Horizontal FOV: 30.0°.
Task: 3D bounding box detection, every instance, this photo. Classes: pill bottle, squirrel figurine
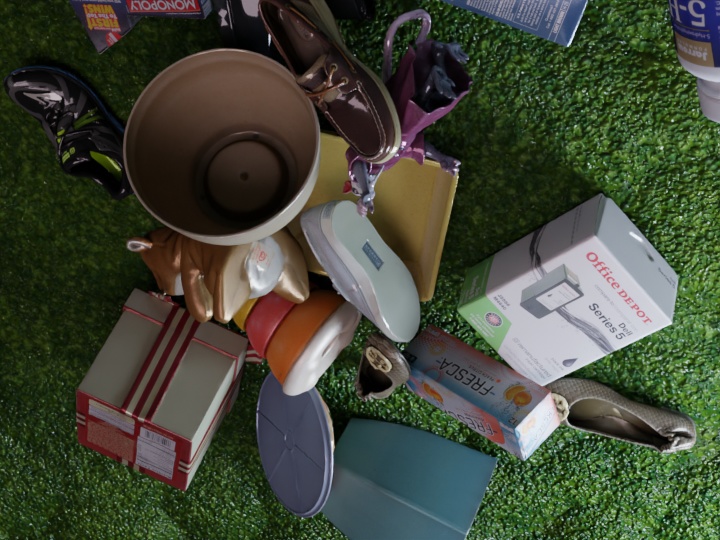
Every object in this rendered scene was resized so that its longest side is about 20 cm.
[{"bbox_3d":[0.347,-0.243,1.244,0.120,0.120,0.200,-4,125,22],"label":"pill bottle"},{"bbox_3d":[-0.179,-0.044,1.554,0.186,0.141,0.200,10,114,41],"label":"squirrel figurine"}]

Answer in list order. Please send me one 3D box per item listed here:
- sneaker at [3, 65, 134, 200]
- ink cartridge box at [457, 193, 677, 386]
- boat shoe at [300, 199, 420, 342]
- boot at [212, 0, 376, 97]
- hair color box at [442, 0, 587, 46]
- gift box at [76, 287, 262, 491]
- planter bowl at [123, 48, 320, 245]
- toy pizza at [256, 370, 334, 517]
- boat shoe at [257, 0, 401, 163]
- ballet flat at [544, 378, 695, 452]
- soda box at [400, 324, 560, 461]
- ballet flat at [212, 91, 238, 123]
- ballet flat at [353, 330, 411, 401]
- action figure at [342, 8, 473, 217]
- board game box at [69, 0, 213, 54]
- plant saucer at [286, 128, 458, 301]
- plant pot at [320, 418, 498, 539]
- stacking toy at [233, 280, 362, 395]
[{"bbox_3d":[-0.329,-0.160,1.561,0.200,0.083,0.071,43,127,-17],"label":"sneaker"},{"bbox_3d":[0.234,0.027,1.519,0.200,0.084,0.146,-31,113,35],"label":"ink cartridge box"},{"bbox_3d":[-0.001,0.000,1.536,0.071,0.070,0.201,0,132,45],"label":"boat shoe"},{"bbox_3d":[-0.064,-0.271,1.397,0.162,0.073,0.198,-3,127,15],"label":"boot"},{"bbox_3d":[0.123,-0.295,1.291,0.200,0.100,0.061,20,130,2],"label":"hair color box"},{"bbox_3d":[-0.239,0.139,1.698,0.184,0.187,0.200,26,146,0],"label":"gift box"},{"bbox_3d":[-0.131,-0.113,1.402,0.200,0.201,0.135,10,167,11],"label":"planter bowl"},{"bbox_3d":[-0.079,0.218,1.739,0.032,0.200,0.200,-6,139,-30],"label":"toy pizza"},{"bbox_3d":[-0.036,-0.188,1.311,0.072,0.072,0.200,-33,83,36],"label":"boat shoe"},{"bbox_3d":[0.307,0.181,1.633,0.200,0.046,0.067,16,130,6],"label":"ballet flat"},{"bbox_3d":[0.137,0.142,1.588,0.200,0.068,0.064,29,152,41],"label":"soda box"},{"bbox_3d":[-0.175,-0.162,1.529,0.069,0.069,0.200,42,132,-16],"label":"ballet flat"},{"bbox_3d":[0.020,0.123,1.632,0.067,0.046,0.200,51,165,9],"label":"ballet flat"},{"bbox_3d":[0.026,-0.148,1.391,0.149,0.134,0.200,55,131,15],"label":"action figure"},{"bbox_3d":[-0.246,-0.324,1.405,0.200,0.062,0.200,8,133,24],"label":"board game box"},{"bbox_3d":[0.006,-0.074,1.540,0.200,0.048,0.200,16,131,7],"label":"plant saucer"},{"bbox_3d":[0.050,0.290,1.760,0.200,0.141,0.141,26,131,5],"label":"plant pot"},{"bbox_3d":[-0.110,0.042,1.640,0.200,0.146,0.146,38,131,9],"label":"stacking toy"}]
